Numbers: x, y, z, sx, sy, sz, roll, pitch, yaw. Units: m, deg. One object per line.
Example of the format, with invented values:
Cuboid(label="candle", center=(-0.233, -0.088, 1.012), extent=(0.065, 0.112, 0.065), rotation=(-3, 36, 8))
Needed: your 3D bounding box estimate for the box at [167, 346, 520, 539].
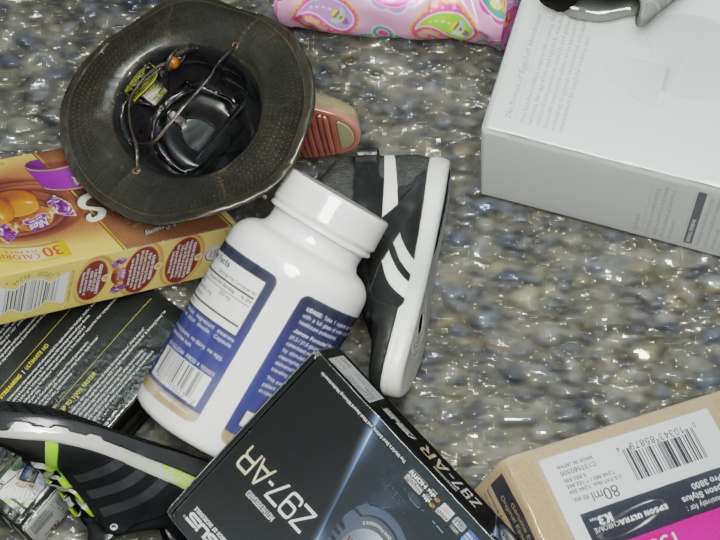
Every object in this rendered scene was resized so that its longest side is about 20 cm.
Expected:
Cuboid(label="box", center=(-0.008, 0.176, 1.202), extent=(0.160, 0.044, 0.200), rotation=(-46, 77, 14))

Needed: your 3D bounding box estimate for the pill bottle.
Cuboid(label="pill bottle", center=(-0.065, 0.033, 1.291), extent=(0.111, 0.111, 0.200), rotation=(32, 94, 14))

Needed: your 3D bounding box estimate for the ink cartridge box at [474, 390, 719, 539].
Cuboid(label="ink cartridge box", center=(0.198, 0.188, 1.240), extent=(0.199, 0.075, 0.165), rotation=(-14, 66, -28))

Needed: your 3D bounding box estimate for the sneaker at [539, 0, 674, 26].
Cuboid(label="sneaker", center=(0.153, -0.253, 1.327), extent=(0.200, 0.075, 0.115), rotation=(41, 77, 17))

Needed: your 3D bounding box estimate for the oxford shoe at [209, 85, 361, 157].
Cuboid(label="oxford shoe", center=(-0.086, -0.143, 1.418), extent=(0.199, 0.071, 0.074), rotation=(15, 55, 16))

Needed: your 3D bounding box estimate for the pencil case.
Cuboid(label="pencil case", center=(0.031, -0.226, 1.445), extent=(0.199, 0.087, 0.088), rotation=(7, 69, 7))

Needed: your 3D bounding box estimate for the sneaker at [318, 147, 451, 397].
Cuboid(label="sneaker", center=(0.000, 0.000, 1.368), extent=(0.111, 0.073, 0.201), rotation=(7, 60, 9))

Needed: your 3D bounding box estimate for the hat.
Cuboid(label="hat", center=(-0.117, -0.102, 1.330), extent=(0.200, 0.081, 0.201), rotation=(-8, 62, 15))

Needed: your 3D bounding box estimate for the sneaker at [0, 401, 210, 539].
Cuboid(label="sneaker", center=(-0.181, 0.152, 1.267), extent=(0.200, 0.072, 0.083), rotation=(22, 84, -28))

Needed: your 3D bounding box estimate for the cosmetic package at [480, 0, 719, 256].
Cuboid(label="cosmetic package", center=(0.211, -0.143, 1.381), extent=(0.199, 0.123, 0.200), rotation=(16, 69, 8))

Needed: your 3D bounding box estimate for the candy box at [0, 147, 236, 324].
Cuboid(label="candy box", center=(-0.206, -0.034, 1.339), extent=(0.199, 0.057, 0.117), rotation=(-14, 51, -32))

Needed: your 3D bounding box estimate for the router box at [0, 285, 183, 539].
Cuboid(label="router box", center=(-0.233, 0.081, 1.351), extent=(0.149, 0.051, 0.200), rotation=(36, 74, 17))
